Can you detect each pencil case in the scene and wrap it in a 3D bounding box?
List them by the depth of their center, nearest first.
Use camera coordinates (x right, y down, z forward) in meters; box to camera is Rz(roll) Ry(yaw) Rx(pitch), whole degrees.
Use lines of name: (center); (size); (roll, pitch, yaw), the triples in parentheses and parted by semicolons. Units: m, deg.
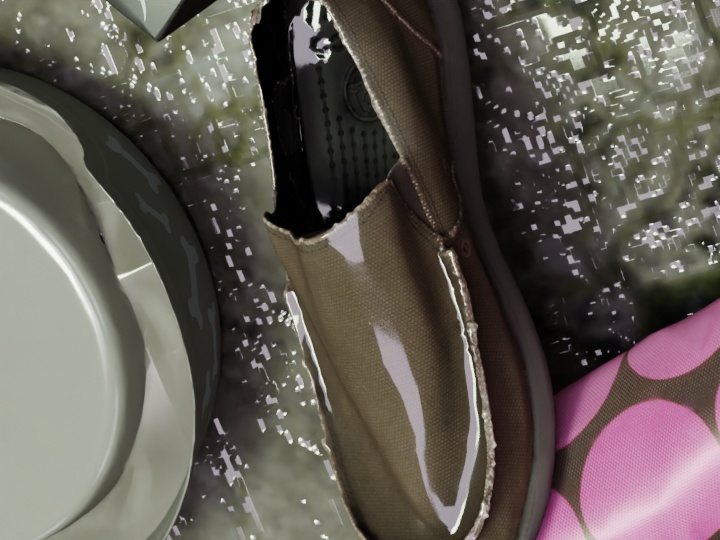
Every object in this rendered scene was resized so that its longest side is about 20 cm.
pencil case: (0.096, 0.072, 0.828); (0.199, 0.091, 0.093); (-30, 142, 29)

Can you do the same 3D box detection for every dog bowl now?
dog bowl: (-0.136, 0.022, 0.906); (0.199, 0.059, 0.201); (7, 112, 17)

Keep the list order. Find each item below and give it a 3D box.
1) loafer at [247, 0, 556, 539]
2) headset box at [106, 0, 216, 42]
loafer: (0.000, 0.000, 0.805); (0.073, 0.071, 0.201); (-19, 80, 36)
headset box: (-0.052, -0.193, 0.781); (0.149, 0.077, 0.200); (38, 117, 2)
